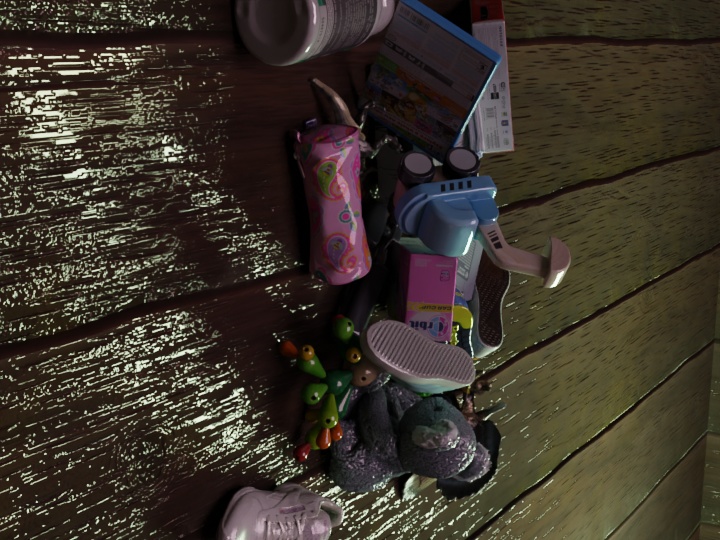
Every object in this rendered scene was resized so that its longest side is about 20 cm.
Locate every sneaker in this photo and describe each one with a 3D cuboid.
[{"bbox_3d":[-0.096,0.303,1.452,0.200,0.099,0.075,-6,104,-58],"label":"sneaker"},{"bbox_3d":[0.192,0.053,1.946,0.073,0.085,0.201,22,55,-16],"label":"sneaker"},{"bbox_3d":[0.058,0.123,1.526,0.200,0.082,0.074,25,50,-40],"label":"sneaker"},{"bbox_3d":[0.129,0.090,1.803,0.200,0.074,0.082,95,-19,-50],"label":"sneaker"}]

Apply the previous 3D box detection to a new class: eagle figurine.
[{"bbox_3d":[0.143,0.263,1.837,0.152,0.150,0.201,55,38,-68],"label":"eagle figurine"}]

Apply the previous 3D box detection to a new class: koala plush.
[{"bbox_3d":[0.071,0.230,1.622,0.177,0.199,0.184,50,54,-52],"label":"koala plush"}]

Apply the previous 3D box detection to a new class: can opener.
[{"bbox_3d":[0.000,0.000,1.615,0.067,0.053,0.201,34,64,-22],"label":"can opener"}]

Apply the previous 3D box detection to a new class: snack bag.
[{"bbox_3d":[0.168,-0.175,1.769,0.189,0.021,0.201,-68,154,-86],"label":"snack bag"}]

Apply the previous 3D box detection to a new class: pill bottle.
[{"bbox_3d":[-0.047,-0.308,1.384,0.200,0.113,0.114,-29,121,-54],"label":"pill bottle"}]

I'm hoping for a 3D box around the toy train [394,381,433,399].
[{"bbox_3d":[0.062,0.141,1.729,0.200,0.056,0.042,57,34,-48],"label":"toy train"}]

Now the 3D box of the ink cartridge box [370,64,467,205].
[{"bbox_3d":[0.086,-0.202,1.662,0.147,0.083,0.201,-33,124,-56],"label":"ink cartridge box"}]

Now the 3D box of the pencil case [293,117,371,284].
[{"bbox_3d":[-0.035,-0.086,1.490,0.087,0.087,0.201,-37,127,-51],"label":"pencil case"}]

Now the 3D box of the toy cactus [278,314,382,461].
[{"bbox_3d":[-0.030,0.138,1.527,0.165,0.102,0.201,-22,124,-50],"label":"toy cactus"}]

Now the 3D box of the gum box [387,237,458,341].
[{"bbox_3d":[0.081,0.021,1.637,0.200,0.066,0.114,-123,-143,-80],"label":"gum box"}]

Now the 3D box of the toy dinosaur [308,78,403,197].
[{"bbox_3d":[0.000,-0.174,1.542,0.088,0.047,0.201,-28,126,-16],"label":"toy dinosaur"}]

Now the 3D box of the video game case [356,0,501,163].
[{"bbox_3d":[0.082,-0.238,1.506,0.018,0.143,0.200,-52,173,-37],"label":"video game case"}]

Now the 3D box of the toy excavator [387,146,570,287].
[{"bbox_3d":[0.149,-0.055,1.527,0.100,0.194,0.201,107,-31,-51],"label":"toy excavator"}]

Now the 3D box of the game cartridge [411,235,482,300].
[{"bbox_3d":[0.130,-0.026,1.832,0.200,0.040,0.134,32,65,-58],"label":"game cartridge"}]

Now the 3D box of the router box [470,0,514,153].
[{"bbox_3d":[0.199,-0.304,1.803,0.180,0.049,0.201,-81,164,-63],"label":"router box"}]
